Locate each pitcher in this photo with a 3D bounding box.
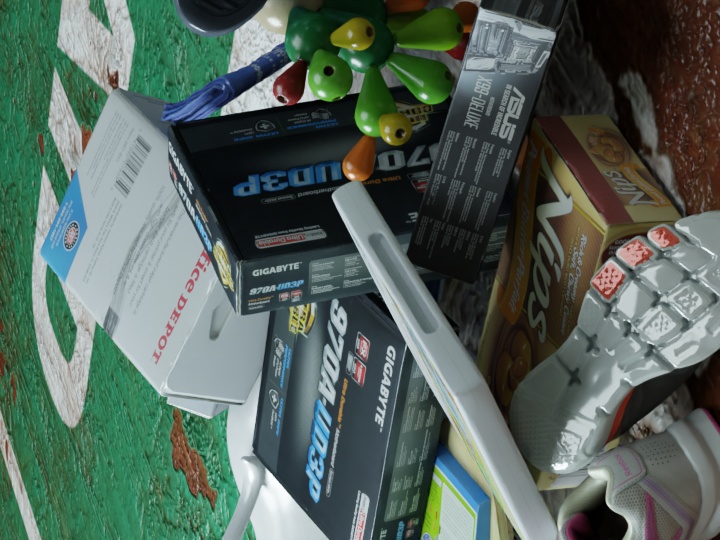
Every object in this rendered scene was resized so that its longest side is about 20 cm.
[{"bbox_3d":[-0.057,0.163,1.760,0.121,0.171,0.202,14,112,32],"label":"pitcher"}]

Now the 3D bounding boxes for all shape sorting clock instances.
[{"bbox_3d":[0.072,0.195,1.524,0.200,0.039,0.202,-179,90,-76],"label":"shape sorting clock"}]

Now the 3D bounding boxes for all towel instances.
[{"bbox_3d":[-0.042,-0.165,1.624,0.024,0.199,0.145,57,158,-6],"label":"towel"}]

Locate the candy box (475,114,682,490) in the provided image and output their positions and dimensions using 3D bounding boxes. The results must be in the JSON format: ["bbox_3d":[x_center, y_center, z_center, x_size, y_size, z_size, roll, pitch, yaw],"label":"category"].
[{"bbox_3d":[0.128,0.020,1.401,0.116,0.055,0.201,-119,33,-48],"label":"candy box"}]

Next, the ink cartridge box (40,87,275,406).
[{"bbox_3d":[-0.131,-0.018,1.668,0.200,0.083,0.146,44,113,43],"label":"ink cartridge box"}]

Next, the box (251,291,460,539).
[{"bbox_3d":[-0.008,0.083,1.577,0.159,0.046,0.201,44,135,42],"label":"box"}]

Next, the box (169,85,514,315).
[{"bbox_3d":[-0.012,-0.051,1.530,0.159,0.198,0.046,-119,25,-47],"label":"box"}]

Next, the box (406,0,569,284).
[{"bbox_3d":[0.086,-0.118,1.387,0.158,0.049,0.201,-69,-4,-48],"label":"box"}]

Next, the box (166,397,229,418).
[{"bbox_3d":[-0.093,0.027,1.808,0.200,0.041,0.157,-32,-41,-82],"label":"box"}]

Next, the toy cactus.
[{"bbox_3d":[-0.016,-0.143,1.416,0.164,0.200,0.103,31,124,9],"label":"toy cactus"}]

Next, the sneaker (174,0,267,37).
[{"bbox_3d":[-0.066,-0.226,1.391,0.078,0.066,0.202,148,141,-69],"label":"sneaker"}]

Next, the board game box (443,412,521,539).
[{"bbox_3d":[0.085,0.201,1.587,0.200,0.029,0.136,-125,38,-53],"label":"board game box"}]

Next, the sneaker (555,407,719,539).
[{"bbox_3d":[0.149,0.166,1.334,0.082,0.088,0.201,-121,33,-49],"label":"sneaker"}]

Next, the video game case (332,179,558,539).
[{"bbox_3d":[0.056,0.066,1.361,0.182,0.023,0.201,59,178,43],"label":"video game case"}]

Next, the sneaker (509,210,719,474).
[{"bbox_3d":[0.163,0.033,1.293,0.200,0.082,0.077,-45,73,33],"label":"sneaker"}]

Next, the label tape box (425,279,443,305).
[{"bbox_3d":[0.000,0.000,1.665,0.201,0.066,0.144,-109,25,-54],"label":"label tape box"}]
